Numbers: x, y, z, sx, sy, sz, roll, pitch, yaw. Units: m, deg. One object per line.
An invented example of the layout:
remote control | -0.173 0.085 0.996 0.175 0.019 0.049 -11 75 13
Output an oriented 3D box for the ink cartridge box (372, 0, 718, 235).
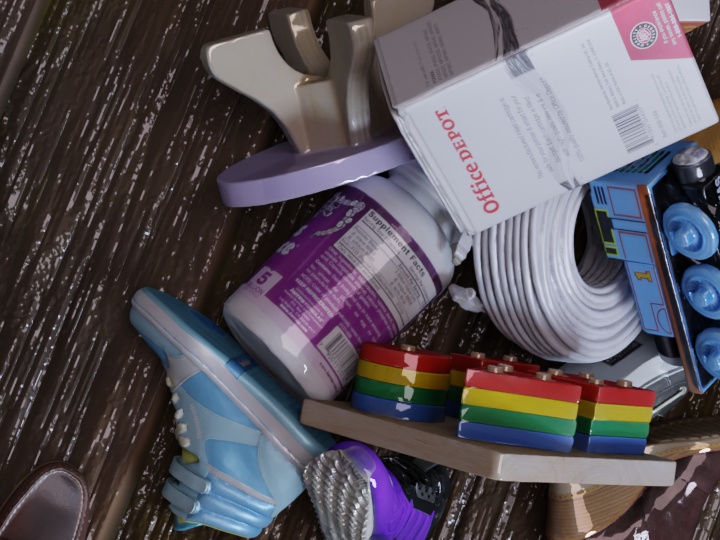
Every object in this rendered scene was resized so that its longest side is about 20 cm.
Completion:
ink cartridge box | 0.127 -0.130 1.266 0.198 0.085 0.146 -25 136 9

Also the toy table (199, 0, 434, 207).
toy table | -0.022 -0.134 1.364 0.199 0.183 0.118 -22 107 -28

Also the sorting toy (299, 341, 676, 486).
sorting toy | 0.095 0.099 1.312 0.198 0.199 0.070 8 92 -44

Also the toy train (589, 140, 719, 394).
toy train | 0.246 -0.004 1.360 0.087 0.114 0.202 -38 122 -33

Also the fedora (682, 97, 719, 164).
fedora | 0.287 -0.069 1.429 0.081 0.201 0.203 -6 87 1

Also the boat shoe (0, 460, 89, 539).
boat shoe | -0.252 0.233 1.325 0.070 0.070 0.202 26 79 -9

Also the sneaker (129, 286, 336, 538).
sneaker | -0.126 0.117 1.363 0.200 0.079 0.131 43 99 14

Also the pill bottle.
pill bottle | 0.000 0.000 1.382 0.200 0.112 0.112 -44 96 -13

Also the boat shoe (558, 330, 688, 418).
boat shoe | 0.227 0.082 1.460 0.199 0.071 0.064 -26 124 -22

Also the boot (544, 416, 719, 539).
boot | 0.242 0.213 1.459 0.198 0.072 0.168 -13 101 -15

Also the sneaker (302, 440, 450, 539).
sneaker | 0.020 0.162 1.345 0.099 0.201 0.070 -37 64 -17

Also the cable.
cable | 0.166 -0.030 1.403 0.199 0.069 0.202 35 70 -43

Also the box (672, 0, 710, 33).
box | 0.170 -0.217 1.395 0.123 0.200 0.099 -1 86 -13
